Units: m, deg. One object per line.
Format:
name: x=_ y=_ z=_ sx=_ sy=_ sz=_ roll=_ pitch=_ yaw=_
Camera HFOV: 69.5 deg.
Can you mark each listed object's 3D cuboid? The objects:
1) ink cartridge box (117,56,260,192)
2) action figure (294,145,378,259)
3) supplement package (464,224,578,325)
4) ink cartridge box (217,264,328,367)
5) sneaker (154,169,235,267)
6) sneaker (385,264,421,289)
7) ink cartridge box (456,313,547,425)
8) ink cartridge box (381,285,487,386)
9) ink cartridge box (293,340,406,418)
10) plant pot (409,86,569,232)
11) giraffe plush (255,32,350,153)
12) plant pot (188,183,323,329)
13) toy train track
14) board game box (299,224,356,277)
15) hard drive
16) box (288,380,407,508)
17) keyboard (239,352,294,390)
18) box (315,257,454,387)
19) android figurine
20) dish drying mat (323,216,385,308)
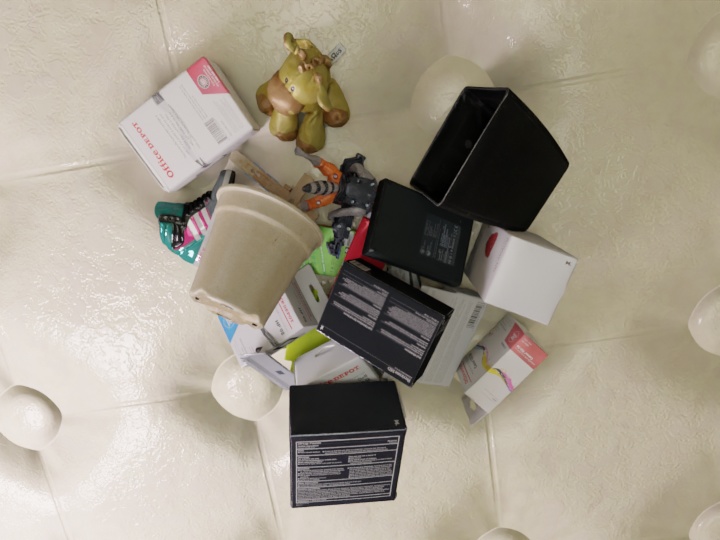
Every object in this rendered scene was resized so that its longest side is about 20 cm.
ink cartridge box: x=-0.304 y=-0.257 z=0.933 sx=0.199 sy=0.085 sz=0.146 roll=-33 pitch=101 yaw=7
action figure: x=-0.036 y=-0.116 z=0.929 sx=0.192 sy=0.104 sz=0.202 roll=4 pitch=97 yaw=-29
supplement package: x=0.274 y=-0.008 z=0.921 sx=0.119 sy=0.200 sz=0.122 roll=19 pitch=103 yaw=-4
ink cartridge box: x=-0.163 y=0.084 z=0.990 sx=0.199 sy=0.067 sz=0.116 roll=-34 pitch=76 yaw=19
sneaker: x=-0.318 y=-0.114 z=0.974 sx=0.120 sy=0.084 sz=0.201 roll=23 pitch=105 yaw=-14
sneaker: x=0.056 y=0.018 z=0.997 sx=0.114 sy=0.076 sz=0.202 roll=-14 pitch=106 yaw=3
ink cartridge box: x=0.255 y=0.192 z=1.015 sx=0.067 sy=0.117 sz=0.200 roll=40 pitch=101 yaw=-9
ink cartridge box: x=0.138 y=0.123 z=1.001 sx=0.172 sy=0.044 sz=0.201 roll=14 pitch=106 yaw=-30
ink cartridge box: x=-0.021 y=0.235 z=1.021 sx=0.145 sy=0.084 sz=0.201 roll=-29 pitch=121 yaw=9
plant pot: x=0.228 y=-0.178 z=0.891 sx=0.176 sy=0.200 sz=0.200 roll=26 pitch=104 yaw=-16
giraffe plush: x=-0.094 y=-0.306 z=0.873 sx=0.172 sy=0.162 sz=0.201 roll=29 pitch=104 yaw=-5
plant pot: x=-0.187 y=-0.012 z=0.871 sx=0.199 sy=0.201 sz=0.185 roll=24 pitch=70 yaw=-5
toy train track: x=-0.161 y=-0.155 z=0.980 sx=0.200 sy=0.033 sz=0.115 roll=38 pitch=92 yaw=0
board game box: x=-0.113 y=-0.045 z=1.011 sx=0.198 sy=0.030 sz=0.096 roll=7 pitch=103 yaw=-3
hard drive: x=0.108 y=-0.065 z=0.937 sx=0.199 sy=0.033 sz=0.141 roll=19 pitch=78 yaw=-24
box: x=-0.030 y=0.314 z=0.945 sx=0.198 sy=0.124 sz=0.200 roll=-1 pitch=124 yaw=-9
keyboard: x=-0.163 y=0.198 z=1.010 sx=0.056 sy=0.011 sz=0.200 roll=-13 pitch=148 yaw=14
box: x=0.041 y=0.086 z=0.908 sx=0.199 sy=0.079 sz=0.142 roll=29 pitch=105 yaw=18
android figurine: x=-0.084 y=0.132 z=1.049 sx=0.180 sy=0.041 sz=0.202 roll=14 pitch=106 yaw=-2
dish drying mat: x=0.000 y=0.000 z=0.974 sx=0.076 sy=0.018 sz=0.201 roll=18 pitch=113 yaw=-15
